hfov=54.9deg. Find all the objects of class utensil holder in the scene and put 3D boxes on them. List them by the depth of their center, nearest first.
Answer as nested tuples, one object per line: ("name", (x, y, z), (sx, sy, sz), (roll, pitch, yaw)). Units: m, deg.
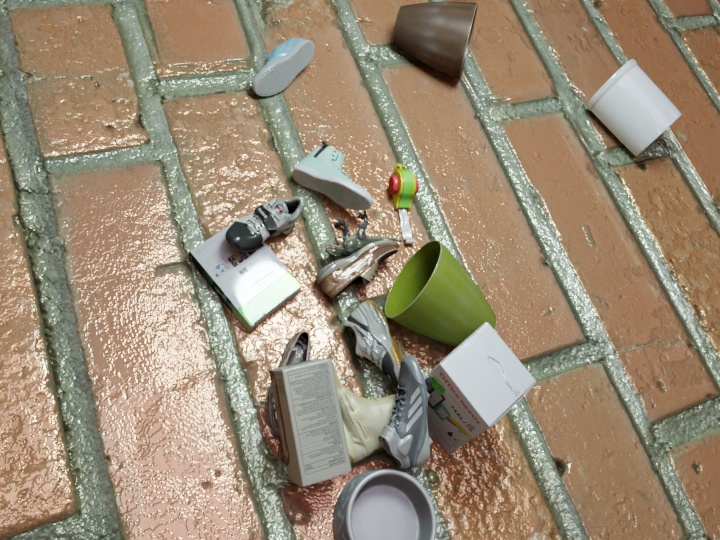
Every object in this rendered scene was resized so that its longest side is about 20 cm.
("utensil holder", (0.746, -0.440, 1.891), (0.169, 0.170, 0.201), (-35, 80, -30))

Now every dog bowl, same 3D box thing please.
("dog bowl", (0.050, 0.456, 1.254), (0.195, 0.059, 0.205), (8, 62, -14))

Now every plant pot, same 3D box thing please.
("plant pot", (0.181, 0.074, 1.444), (0.198, 0.186, 0.190), (36, 57, -15))
("plant pot", (0.188, -0.617, 1.805), (0.195, 0.189, 0.190), (14, 58, 6))

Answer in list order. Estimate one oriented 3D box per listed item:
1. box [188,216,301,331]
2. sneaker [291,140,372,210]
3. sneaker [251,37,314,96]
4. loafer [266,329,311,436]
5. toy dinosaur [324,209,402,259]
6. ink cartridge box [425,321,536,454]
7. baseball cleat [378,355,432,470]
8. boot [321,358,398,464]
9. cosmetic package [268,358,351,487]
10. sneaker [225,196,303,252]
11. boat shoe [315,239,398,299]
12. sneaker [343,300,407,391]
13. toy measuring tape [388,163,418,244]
("box", (-0.234, 0.005, 1.408), (0.143, 0.037, 0.201), (-36, 78, -30))
("sneaker", (-0.042, -0.217, 1.548), (0.197, 0.075, 0.119), (27, 56, 14))
("sneaker", (-0.200, -0.492, 1.669), (0.081, 0.075, 0.200), (27, 58, 33))
("loafer", (-0.133, 0.208, 1.318), (0.070, 0.063, 0.204), (16, 60, -9))
("toy dinosaur", (-0.007, -0.079, 1.524), (0.196, 0.048, 0.090), (-14, 72, -29))
("ink cartridge box", (0.208, 0.230, 1.340), (0.145, 0.201, 0.148), (-33, 76, -29))
("baseball cleat", (0.080, 0.265, 1.280), (0.104, 0.069, 0.206), (-7, 86, -26))
("boot", (0.005, 0.252, 1.335), (0.152, 0.073, 0.204), (-14, 70, -24))
("cosmetic package", (-0.092, 0.269, 1.247), (0.101, 0.087, 0.206), (-8, 87, -26))
("sneaker", (-0.193, -0.107, 1.415), (0.074, 0.089, 0.199), (47, 42, 8))
("boat shoe", (0.000, 0.000, 1.471), (0.197, 0.076, 0.073), (-27, 77, -19))
("sneaker", (0.036, 0.165, 1.394), (0.087, 0.075, 0.203), (-33, 68, 14))
("toy measuring tape", (0.105, -0.163, 1.588), (0.072, 0.074, 0.205), (1, 63, -18))
